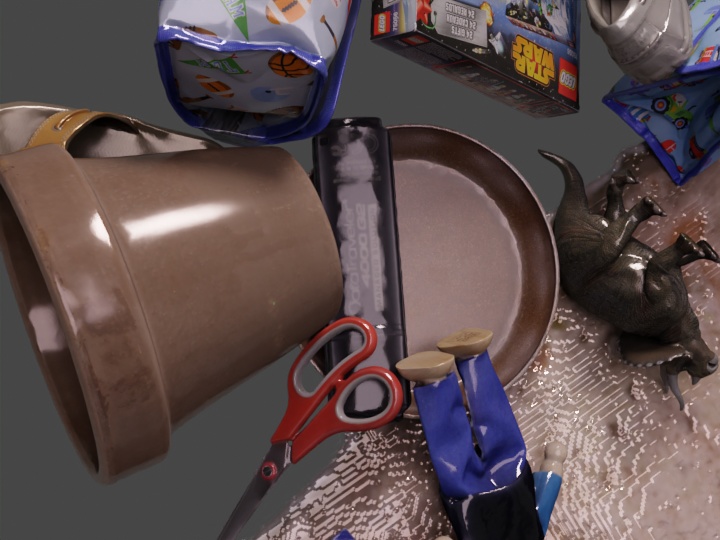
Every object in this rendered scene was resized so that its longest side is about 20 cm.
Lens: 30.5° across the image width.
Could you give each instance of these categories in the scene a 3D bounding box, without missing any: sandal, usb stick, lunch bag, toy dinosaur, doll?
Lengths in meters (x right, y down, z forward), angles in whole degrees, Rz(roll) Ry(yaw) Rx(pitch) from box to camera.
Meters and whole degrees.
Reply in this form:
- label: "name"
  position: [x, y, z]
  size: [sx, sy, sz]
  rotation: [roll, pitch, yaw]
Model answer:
- label: "sandal"
  position: [-0.174, -0.070, 0.856]
  size: [0.198, 0.054, 0.081]
  rotation: [5, 80, -12]
- label: "usb stick"
  position: [0.000, 0.000, 0.865]
  size: [0.055, 0.033, 0.202]
  rotation: [-3, 83, -4]
- label: "lunch bag"
  position: [-0.058, -0.179, 0.824]
  size: [0.123, 0.200, 0.172]
  rotation: [12, 79, -6]
- label: "toy dinosaur"
  position: [0.178, -0.004, 0.913]
  size: [0.200, 0.077, 0.102]
  rotation: [44, 108, 11]
- label: "doll"
  position: [0.087, 0.142, 0.864]
  size: [0.136, 0.048, 0.202]
  rotation: [-25, 104, -39]
- label: "lunch bag"
  position: [0.278, -0.158, 0.896]
  size: [0.094, 0.200, 0.151]
  rotation: [46, 75, -3]

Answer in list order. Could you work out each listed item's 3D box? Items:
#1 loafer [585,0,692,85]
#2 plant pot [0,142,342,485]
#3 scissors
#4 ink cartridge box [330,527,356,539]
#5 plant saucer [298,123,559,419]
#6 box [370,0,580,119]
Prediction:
- label: "loafer"
  position: [0.184, -0.217, 0.916]
  size: [0.070, 0.070, 0.201]
  rotation: [32, 38, -32]
- label: "plant pot"
  position: [-0.109, 0.003, 0.788]
  size: [0.173, 0.200, 0.202]
  rotation: [-20, 86, -18]
- label: "scissors"
  position: [-0.054, 0.114, 0.847]
  size: [0.200, 0.014, 0.073]
  rotation: [-43, 75, 13]
- label: "ink cartridge box"
  position: [-0.015, 0.305, 0.841]
  size: [0.200, 0.041, 0.200]
  rotation: [-43, 92, -15]
- label: "plant saucer"
  position: [0.039, 0.001, 0.906]
  size: [0.198, 0.032, 0.202]
  rotation: [2, 81, -12]
- label: "box"
  position: [0.083, -0.193, 0.884]
  size: [0.199, 0.040, 0.138]
  rotation: [15, 74, -50]
